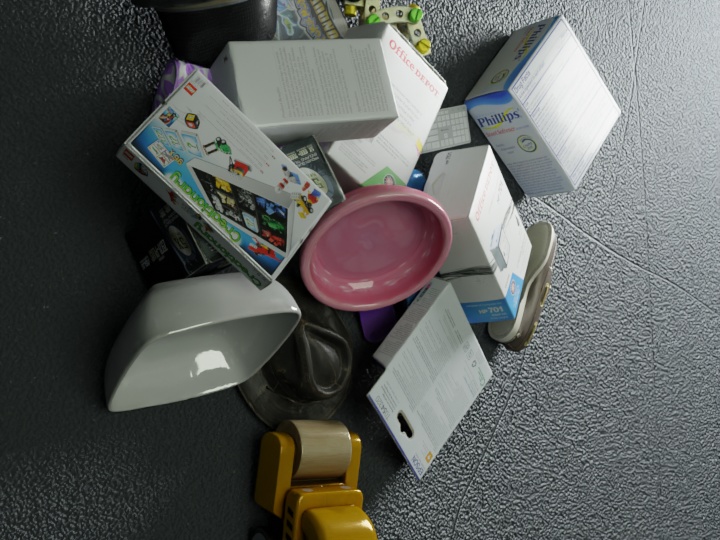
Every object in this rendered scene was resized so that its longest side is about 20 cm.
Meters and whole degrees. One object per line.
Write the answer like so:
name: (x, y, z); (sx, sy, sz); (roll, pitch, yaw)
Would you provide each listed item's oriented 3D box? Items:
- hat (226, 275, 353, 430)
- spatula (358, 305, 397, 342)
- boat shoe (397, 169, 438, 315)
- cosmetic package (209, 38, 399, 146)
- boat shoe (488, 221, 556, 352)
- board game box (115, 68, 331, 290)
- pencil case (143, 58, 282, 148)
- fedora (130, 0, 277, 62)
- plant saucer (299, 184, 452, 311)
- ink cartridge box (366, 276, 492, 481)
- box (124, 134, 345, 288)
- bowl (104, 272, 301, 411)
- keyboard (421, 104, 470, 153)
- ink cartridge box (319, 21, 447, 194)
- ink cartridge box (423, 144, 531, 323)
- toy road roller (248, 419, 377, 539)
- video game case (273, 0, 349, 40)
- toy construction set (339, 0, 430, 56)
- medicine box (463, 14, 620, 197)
hat: (-0.068, 0.107, 1.186); (0.198, 0.080, 0.205); (3, 85, -36)
spatula: (0.000, 0.000, 1.282); (0.056, 0.020, 0.203); (-25, 98, -25)
boat shoe: (0.064, -0.036, 1.308); (0.083, 0.068, 0.205); (1, 89, -47)
cosmetic package: (-0.063, -0.204, 1.093); (0.197, 0.071, 0.103); (-8, 80, -29)
boat shoe: (0.257, 0.025, 1.450); (0.059, 0.071, 0.203); (34, 70, -36)
board game box: (-0.136, -0.094, 0.977); (0.200, 0.034, 0.127); (44, 56, -12)
pencil case: (-0.151, -0.185, 1.128); (0.197, 0.086, 0.085); (13, 107, -28)
fedora: (-0.160, -0.294, 1.091); (0.199, 0.199, 0.093); (-29, 123, -35)
plant saucer: (0.016, -0.034, 1.193); (0.198, 0.201, 0.051); (18, 36, -35)
ink cartridge box: (0.088, 0.148, 1.291); (0.201, 0.043, 0.198); (-49, 133, -24)
box: (-0.144, -0.060, 1.082); (0.198, 0.163, 0.087); (-28, 90, -36)
bowl: (-0.181, 0.070, 1.048); (0.197, 0.200, 0.076); (-7, 63, -36)
keyboard: (0.087, -0.198, 1.372); (0.198, 0.011, 0.057); (-17, 97, -37)
ink cartridge box: (0.015, -0.199, 1.245); (0.145, 0.087, 0.203); (37, 71, -39)
ink cartridge box: (0.161, -0.048, 1.321); (0.201, 0.084, 0.148); (60, 38, -39)
toy road roller: (-0.044, 0.289, 1.141); (0.121, 0.145, 0.205); (6, 90, -37)
video game case: (-0.087, -0.298, 1.237); (0.180, 0.025, 0.202); (-38, 109, -33)
toy construction set: (0.038, -0.393, 1.299); (0.128, 0.092, 0.204); (7, 74, -12)
medicine box: (0.285, -0.252, 1.470); (0.201, 0.102, 0.183); (50, 60, -23)
